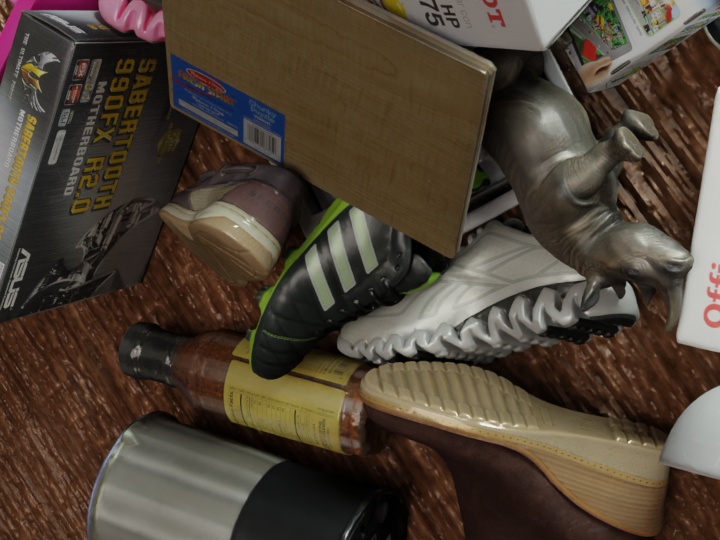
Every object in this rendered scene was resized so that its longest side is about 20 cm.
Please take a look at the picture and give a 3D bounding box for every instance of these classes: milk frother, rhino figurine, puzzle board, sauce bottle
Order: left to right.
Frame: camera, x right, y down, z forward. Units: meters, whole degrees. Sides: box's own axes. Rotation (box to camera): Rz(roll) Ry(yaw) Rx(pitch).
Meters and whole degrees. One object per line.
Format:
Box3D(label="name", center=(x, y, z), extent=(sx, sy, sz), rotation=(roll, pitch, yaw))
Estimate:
Box3D(label="milk frother", center=(-0.097, 0.215, 0.873), extent=(0.188, 0.200, 0.181), rotation=(14, 110, 25))
Box3D(label="sauce bottle", center=(-0.072, 0.074, 0.909), extent=(0.200, 0.066, 0.066), rotation=(14, 106, 26))
Box3D(label="puzzle board", center=(-0.023, -0.100, 0.720), extent=(0.200, 0.017, 0.151), rotation=(29, 148, 16))
Box3D(label="rhino figurine", center=(0.119, -0.054, 0.731), extent=(0.087, 0.060, 0.200), rotation=(-37, 76, 35))

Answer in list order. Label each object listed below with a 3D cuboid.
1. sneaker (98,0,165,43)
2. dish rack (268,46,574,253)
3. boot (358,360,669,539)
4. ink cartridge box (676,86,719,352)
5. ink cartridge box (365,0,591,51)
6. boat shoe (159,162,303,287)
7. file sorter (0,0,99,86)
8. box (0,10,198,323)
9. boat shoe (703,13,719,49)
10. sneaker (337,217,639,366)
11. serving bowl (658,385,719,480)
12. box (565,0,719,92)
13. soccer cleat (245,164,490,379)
Box3D(label="sneaker", center=(-0.063, -0.166, 0.794), extent=(0.200, 0.079, 0.095), rotation=(23, 110, 15))
Box3D(label="dish rack", center=(0.033, -0.101, 0.830), extent=(0.200, 0.044, 0.172), rotation=(-28, 86, 29))
Box3D(label="boot", center=(0.080, 0.152, 0.815), extent=(0.200, 0.072, 0.167), rotation=(16, 113, 0))
Box3D(label="ink cartridge box", center=(0.279, -0.014, 0.697), extent=(0.200, 0.083, 0.147), rotation=(12, 105, 25))
Box3D(label="ink cartridge box", center=(0.029, -0.215, 0.673), extent=(0.200, 0.146, 0.147), rotation=(13, 140, 41))
Box3D(label="boat shoe", center=(-0.078, -0.034, 0.846), extent=(0.072, 0.200, 0.065), rotation=(44, 80, -11))
Box3D(label="file sorter", center=(-0.234, -0.167, 0.903), extent=(0.125, 0.139, 0.200), rotation=(43, 116, 17))
Box3D(label="box", center=(-0.180, -0.071, 0.881), extent=(0.048, 0.158, 0.200), rotation=(32, 112, 21))
Box3D(label="boat shoe", center=(0.267, -0.125, 0.684), extent=(0.200, 0.062, 0.075), rotation=(22, 105, 33))
Box3D(label="sneaker", center=(0.073, 0.015, 0.825), extent=(0.200, 0.075, 0.081), rotation=(-15, 74, 30))
Box3D(label="serving bowl", center=(0.258, 0.094, 0.678), extent=(0.200, 0.200, 0.066), rotation=(13, 84, 25))
Box3D(label="box", center=(0.126, -0.213, 0.741), extent=(0.110, 0.035, 0.200), rotation=(-33, 81, 45))
Box3D(label="soccer cleat", center=(0.000, 0.000, 0.807), extent=(0.081, 0.068, 0.200), rotation=(39, 112, 13))
